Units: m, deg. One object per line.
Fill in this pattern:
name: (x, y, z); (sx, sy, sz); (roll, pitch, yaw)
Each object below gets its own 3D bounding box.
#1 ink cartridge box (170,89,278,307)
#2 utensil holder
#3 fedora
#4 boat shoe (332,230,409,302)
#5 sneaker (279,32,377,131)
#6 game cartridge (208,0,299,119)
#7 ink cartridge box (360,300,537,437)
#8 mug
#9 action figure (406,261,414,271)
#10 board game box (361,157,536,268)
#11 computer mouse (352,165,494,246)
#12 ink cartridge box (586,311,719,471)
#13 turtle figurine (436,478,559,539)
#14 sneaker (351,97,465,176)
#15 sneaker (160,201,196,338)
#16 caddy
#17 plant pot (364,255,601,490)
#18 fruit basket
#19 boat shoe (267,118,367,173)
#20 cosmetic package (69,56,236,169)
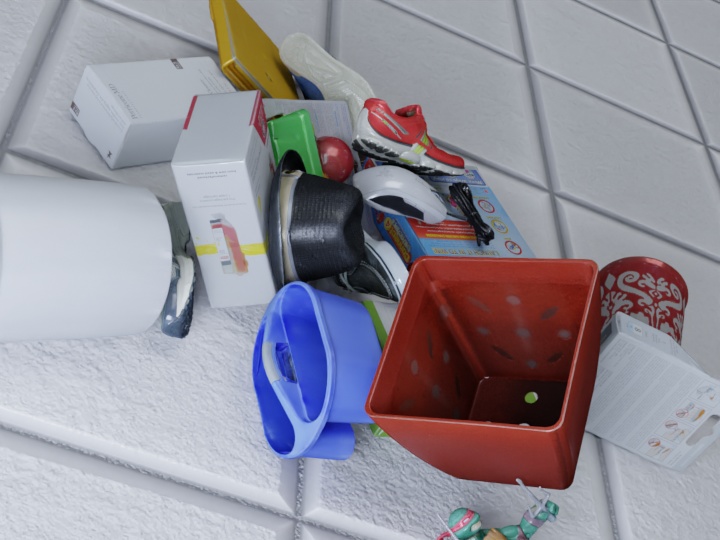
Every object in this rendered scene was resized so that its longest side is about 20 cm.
ink cartridge box: (-0.140, -0.079, 1.375); (0.083, 0.200, 0.145); (-4, 39, 6)
utensil holder: (-0.310, -0.012, 1.207); (0.200, 0.170, 0.170); (2, 45, -38)
fedora: (-0.043, -0.048, 1.394); (0.091, 0.201, 0.201); (0, 36, 9)
boat shoe: (0.000, 0.000, 1.477); (0.071, 0.072, 0.200); (-28, 26, -15)
sneaker: (-0.030, -0.251, 1.756); (0.200, 0.077, 0.111); (44, 2, 18)
game cartridge: (-0.146, -0.290, 1.712); (0.176, 0.032, 0.200); (46, 18, -41)
ink cartridge box: (0.092, 0.120, 1.431); (0.200, 0.076, 0.148); (8, 41, -33)
mug: (0.387, 0.101, 1.631); (0.177, 0.134, 0.200); (26, 39, -5)
action figure: (0.152, 0.042, 1.581); (0.200, 0.066, 0.052); (16, -5, -22)
board game box: (0.116, -0.066, 1.688); (0.200, 0.056, 0.196); (2, 45, -36)
computer mouse: (0.083, -0.097, 1.605); (0.200, 0.044, 0.110); (14, 40, -29)
ink cartridge box: (0.359, 0.154, 1.516); (0.200, 0.160, 0.047); (25, 37, -11)
turtle figurine: (0.153, 0.296, 1.244); (0.200, 0.101, 0.150); (49, 52, -4)
sneaker: (0.075, -0.177, 1.632); (0.077, 0.085, 0.200); (6, -9, 45)
sneaker: (-0.229, 0.002, 1.348); (0.086, 0.078, 0.200); (0, 39, -15)
caddy: (-0.055, 0.106, 1.280); (0.105, 0.141, 0.200); (15, 38, -31)
plant pot: (0.146, 0.119, 1.255); (0.199, 0.176, 0.200); (2, 52, 26)
fruit basket: (-0.065, -0.131, 1.578); (0.200, 0.094, 0.186); (-8, 83, -57)
boat shoe: (-0.062, -0.166, 1.663); (0.200, 0.070, 0.070); (-1, 42, -40)
cosmetic package: (-0.253, -0.203, 1.553); (0.200, 0.081, 0.113); (-16, 58, -48)
